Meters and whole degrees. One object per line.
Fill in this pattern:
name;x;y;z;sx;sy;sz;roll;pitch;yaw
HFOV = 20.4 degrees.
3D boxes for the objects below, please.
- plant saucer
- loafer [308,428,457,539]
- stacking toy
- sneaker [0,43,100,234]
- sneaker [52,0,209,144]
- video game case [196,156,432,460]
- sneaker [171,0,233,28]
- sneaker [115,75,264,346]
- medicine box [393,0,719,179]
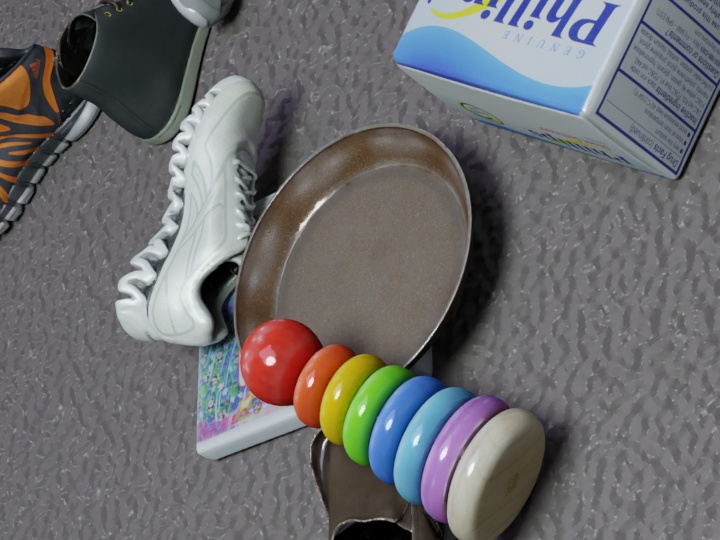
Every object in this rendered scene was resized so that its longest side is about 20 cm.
plant saucer;0.000;0.000;1.320;0.199;0.032;0.202;-21;56;34
loafer;0.014;0.154;1.225;0.073;0.071;0.201;-47;44;15
stacking toy;0.011;0.084;1.215;0.199;0.085;0.086;28;88;29
sneaker;-0.313;-0.110;1.656;0.200;0.112;0.078;-50;43;11
sneaker;-0.176;-0.210;1.581;0.074;0.106;0.202;-18;57;37
video game case;-0.035;0.019;1.383;0.199;0.024;0.184;-23;55;34
sneaker;-0.099;-0.287;1.570;0.082;0.074;0.202;-4;65;44
sneaker;-0.100;-0.039;1.416;0.080;0.075;0.202;12;79;32
medicine box;0.147;-0.181;1.254;0.181;0.103;0.201;22;84;48
